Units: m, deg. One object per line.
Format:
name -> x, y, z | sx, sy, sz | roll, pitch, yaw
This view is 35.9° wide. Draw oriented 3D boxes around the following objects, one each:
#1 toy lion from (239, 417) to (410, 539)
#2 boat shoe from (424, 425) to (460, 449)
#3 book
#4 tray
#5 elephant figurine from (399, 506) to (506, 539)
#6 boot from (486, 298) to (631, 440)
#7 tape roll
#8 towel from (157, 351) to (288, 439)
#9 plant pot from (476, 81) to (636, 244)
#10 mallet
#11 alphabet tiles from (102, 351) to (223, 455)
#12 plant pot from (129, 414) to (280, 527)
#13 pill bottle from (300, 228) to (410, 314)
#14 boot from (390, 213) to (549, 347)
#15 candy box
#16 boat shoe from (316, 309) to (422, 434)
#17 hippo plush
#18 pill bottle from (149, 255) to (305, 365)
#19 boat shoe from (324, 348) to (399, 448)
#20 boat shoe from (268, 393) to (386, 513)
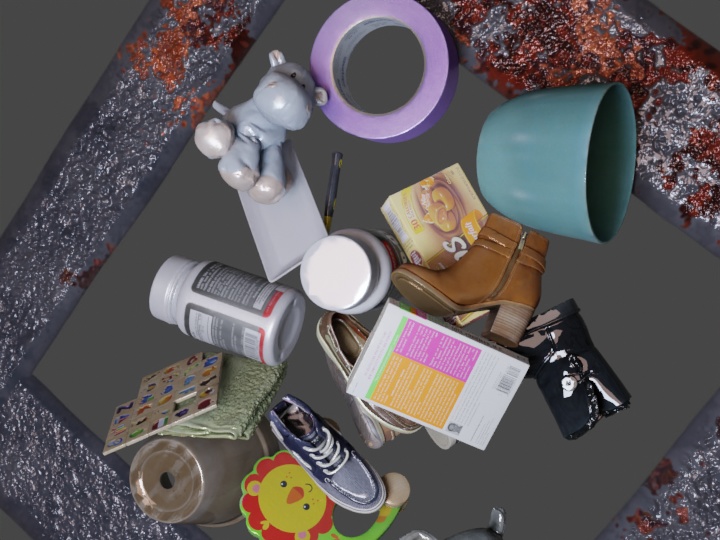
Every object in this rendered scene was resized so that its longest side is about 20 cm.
toy lion -> -0.059, 0.319, 1.544 | 0.200, 0.069, 0.192 | 36, 69, 13
boat shoe -> 0.095, 0.149, 1.552 | 0.063, 0.073, 0.200 | -22, 76, -26
book -> 0.100, 0.134, 1.439 | 0.200, 0.048, 0.134 | 25, 107, -5
tray -> -0.110, -0.084, 1.584 | 0.107, 0.022, 0.200 | -33, 57, 17
elephant figurine -> 0.093, 0.416, 1.504 | 0.199, 0.155, 0.142 | 2, 114, 9
boot -> 0.240, 0.153, 1.482 | 0.200, 0.076, 0.168 | -28, 79, 11
tape roll -> 0.033, -0.280, 1.544 | 0.199, 0.066, 0.201 | 1, 92, 19
towel -> -0.193, 0.175, 1.567 | 0.148, 0.200, 0.037 | 2, 116, 17
plant pot -> 0.244, -0.140, 1.418 | 0.161, 0.200, 0.201 | 7, 94, 29
mallet -> -0.045, -0.067, 1.596 | 0.041, 0.066, 0.201 | 8, 79, 16
alphabet tiles -> -0.269, 0.175, 1.549 | 0.167, 0.200, 0.008 | -24, 110, 5
plant pot -> -0.239, 0.284, 1.594 | 0.199, 0.173, 0.201 | 1, 92, 19
pill bottle -> 0.000, 0.000, 1.492 | 0.114, 0.200, 0.114 | 1, 92, 18
boot -> 0.145, -0.008, 1.431 | 0.200, 0.074, 0.155 | 27, 73, -18
candy box -> 0.127, -0.030, 1.499 | 0.115, 0.055, 0.200 | -27, 83, -18
boat shoe -> 0.015, 0.135, 1.498 | 0.075, 0.075, 0.202 | -42, 84, -22
hippo plush -> -0.114, -0.197, 1.528 | 0.161, 0.200, 0.159 | -39, 105, 18
pill bottle -> -0.191, 0.052, 1.593 | 0.199, 0.114, 0.114 | 19, 97, 17
boat shoe -> 0.005, 0.150, 1.570 | 0.072, 0.076, 0.200 | -20, 78, -16
boat shoe -> -0.048, 0.247, 1.491 | 0.200, 0.093, 0.075 | 38, 77, 14
